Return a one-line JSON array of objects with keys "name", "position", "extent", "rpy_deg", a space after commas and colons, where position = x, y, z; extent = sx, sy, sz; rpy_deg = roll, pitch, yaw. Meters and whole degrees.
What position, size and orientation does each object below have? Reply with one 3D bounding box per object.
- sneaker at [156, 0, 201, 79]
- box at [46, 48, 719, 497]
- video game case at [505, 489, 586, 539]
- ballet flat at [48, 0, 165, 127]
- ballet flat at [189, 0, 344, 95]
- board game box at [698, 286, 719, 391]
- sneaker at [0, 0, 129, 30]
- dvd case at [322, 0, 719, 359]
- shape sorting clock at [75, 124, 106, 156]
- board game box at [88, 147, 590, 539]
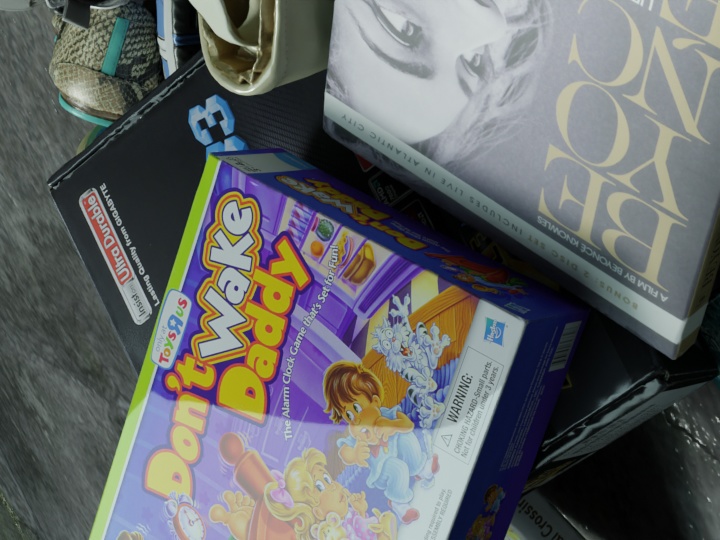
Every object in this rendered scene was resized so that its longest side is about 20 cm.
[{"name": "sneaker", "position": [-0.062, -0.089, 0.964], "extent": [0.077, 0.076, 0.200], "rpy_deg": [42, 155, 37]}, {"name": "box", "position": [0.000, 0.000, 0.779], "extent": [0.198, 0.050, 0.201], "rpy_deg": [-34, 73, 29]}, {"name": "video game case", "position": [0.032, 0.071, 0.928], "extent": [0.182, 0.022, 0.200], "rpy_deg": [46, 176, -35]}, {"name": "ballet flat", "position": [-0.112, -0.121, 1.030], "extent": [0.200, 0.068, 0.076], "rpy_deg": [-110, 38, -75]}, {"name": "ballet flat", "position": [-0.043, -0.143, 0.672], "extent": [0.069, 0.069, 0.201], "rpy_deg": [36, 147, 47]}, {"name": "board game box", "position": [0.175, 0.040, 0.653], "extent": [0.136, 0.028, 0.200], "rpy_deg": [58, 160, 6]}, {"name": "sneaker", "position": [-0.130, -0.137, 0.903], "extent": [0.200, 0.074, 0.082], "rpy_deg": [155, 112, -66]}, {"name": "dvd case", "position": [0.055, -0.080, 0.636], "extent": [0.148, 0.016, 0.200], "rpy_deg": [34, 143, 23]}, {"name": "shape sorting clock", "position": [-0.058, 0.007, 1.015], "extent": [0.200, 0.039, 0.200], "rpy_deg": [42, -161, -18]}, {"name": "board game box", "position": [-0.019, 0.077, 0.740], "extent": [0.134, 0.045, 0.201], "rpy_deg": [28, 109, 29]}]
